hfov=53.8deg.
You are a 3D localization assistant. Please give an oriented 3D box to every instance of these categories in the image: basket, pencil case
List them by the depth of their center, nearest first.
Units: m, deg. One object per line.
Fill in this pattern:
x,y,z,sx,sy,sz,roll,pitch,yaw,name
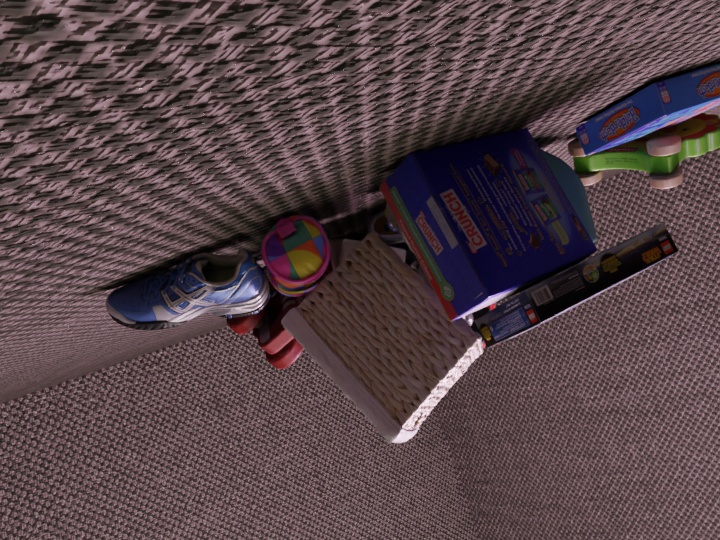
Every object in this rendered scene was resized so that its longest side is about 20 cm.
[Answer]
-0.082,-0.015,0.886,0.086,0.091,0.200,-19,177,-9,pencil case
0.035,0.086,0.892,0.161,0.200,0.198,-47,165,-1,basket

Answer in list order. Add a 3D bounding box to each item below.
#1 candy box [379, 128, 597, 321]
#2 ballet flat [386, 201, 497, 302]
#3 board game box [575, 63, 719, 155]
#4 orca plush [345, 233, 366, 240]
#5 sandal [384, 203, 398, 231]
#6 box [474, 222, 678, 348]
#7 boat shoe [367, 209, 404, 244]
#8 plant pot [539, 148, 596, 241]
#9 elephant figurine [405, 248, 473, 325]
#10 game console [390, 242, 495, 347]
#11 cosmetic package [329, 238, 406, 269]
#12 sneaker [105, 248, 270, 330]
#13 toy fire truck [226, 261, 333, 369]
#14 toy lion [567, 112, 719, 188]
0.144,-0.057,0.785,0.197,0.172,0.077,-17,164,-38,candy box
0.101,-0.025,0.862,0.071,0.201,0.072,-32,154,-18,ballet flat
0.412,-0.221,0.948,0.196,0.046,0.152,-21,178,-23,board game box
-0.060,-0.030,1.248,0.195,0.072,0.106,-15,-139,-13,orca plush
0.106,-0.082,0.962,0.078,0.089,0.198,-20,179,-36,sandal
0.240,0.020,0.802,0.196,0.041,0.137,-24,170,-19,box
0.105,-0.086,1.079,0.194,0.073,0.070,-12,178,0,boat shoe
0.252,-0.078,1.031,0.197,0.145,0.140,3,161,-45,plant pot
0.106,0.034,1.061,0.142,0.155,0.200,-47,-173,12,elephant figurine
0.127,0.038,1.185,0.195,0.182,0.031,12,-170,13,game console
0.000,0.000,1.117,0.100,0.090,0.200,9,-178,-8,cosmetic package
-0.209,0.016,0.850,0.194,0.077,0.078,-11,138,-4,sneaker
-0.106,0.033,1.066,0.167,0.112,0.201,-37,-150,13,toy fire truck
0.443,-0.196,1.088,0.197,0.070,0.191,8,-146,42,toy lion
